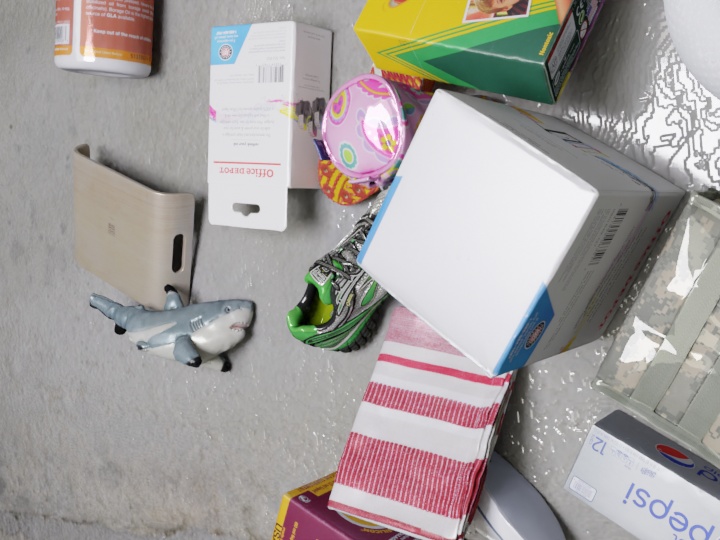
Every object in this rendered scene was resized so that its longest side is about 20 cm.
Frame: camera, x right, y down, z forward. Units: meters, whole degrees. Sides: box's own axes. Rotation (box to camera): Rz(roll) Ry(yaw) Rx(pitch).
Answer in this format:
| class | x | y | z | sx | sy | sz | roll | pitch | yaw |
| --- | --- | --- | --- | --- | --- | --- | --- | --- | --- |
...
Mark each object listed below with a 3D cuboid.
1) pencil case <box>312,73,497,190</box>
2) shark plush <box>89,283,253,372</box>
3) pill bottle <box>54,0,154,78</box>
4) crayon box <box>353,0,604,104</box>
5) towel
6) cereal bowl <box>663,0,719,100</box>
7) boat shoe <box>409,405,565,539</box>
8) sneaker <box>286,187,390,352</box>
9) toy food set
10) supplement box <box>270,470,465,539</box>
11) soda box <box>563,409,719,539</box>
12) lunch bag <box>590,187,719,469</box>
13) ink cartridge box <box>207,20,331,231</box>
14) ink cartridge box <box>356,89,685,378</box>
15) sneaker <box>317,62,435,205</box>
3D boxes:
| class | x | y | z | sx | sy | sz | roll | pitch | yaw |
| --- | --- | --- | --- | --- | --- | --- | --- | --- | --- |
| pencil case | 0.053 | -0.109 | 0.713 | 0.086 | 0.198 | 0.090 | 4 | 97 | 37 |
| shark plush | -0.216 | 0.058 | 0.990 | 0.196 | 0.091 | 0.085 | 10 | 83 | 29 |
| pill bottle | -0.291 | -0.330 | 0.992 | 0.110 | 0.111 | 0.205 | 10 | 99 | 33 |
| crayon box | 0.113 | -0.247 | 0.693 | 0.170 | 0.058 | 0.203 | 19 | 75 | 30 |
| towel | 0.058 | 0.131 | 0.774 | 0.142 | 0.023 | 0.203 | 6 | 65 | 35 |
| cereal bowl | 0.306 | -0.209 | 0.601 | 0.197 | 0.083 | 0.205 | 3 | 96 | 34 |
| boat shoe | 0.103 | 0.203 | 0.788 | 0.200 | 0.073 | 0.066 | 47 | 121 | 34 |
| sneaker | 0.000 | 0.000 | 0.823 | 0.078 | 0.084 | 0.202 | 48 | 118 | 35 |
| toy food set | -0.277 | -0.055 | 1.044 | 0.198 | 0.060 | 0.146 | 25 | 119 | 32 |
| supplement box | 0.021 | 0.281 | 0.820 | 0.198 | 0.110 | 0.087 | 24 | 106 | 31 |
| soda box | 0.264 | 0.191 | 0.669 | 0.198 | 0.068 | 0.065 | 30 | 109 | 29 |
| lunch bag | 0.293 | 0.061 | 0.612 | 0.198 | 0.117 | 0.166 | 32 | 111 | 22 |
| ink cartridge box | -0.095 | -0.147 | 0.895 | 0.113 | 0.067 | 0.205 | 7 | 97 | 34 |
| ink cartridge box | 0.128 | -0.033 | 0.667 | 0.144 | 0.198 | 0.149 | 38 | 114 | 28 |
| sneaker | 0.022 | -0.136 | 0.822 | 0.073 | 0.077 | 0.201 | 42 | 132 | 3 |
